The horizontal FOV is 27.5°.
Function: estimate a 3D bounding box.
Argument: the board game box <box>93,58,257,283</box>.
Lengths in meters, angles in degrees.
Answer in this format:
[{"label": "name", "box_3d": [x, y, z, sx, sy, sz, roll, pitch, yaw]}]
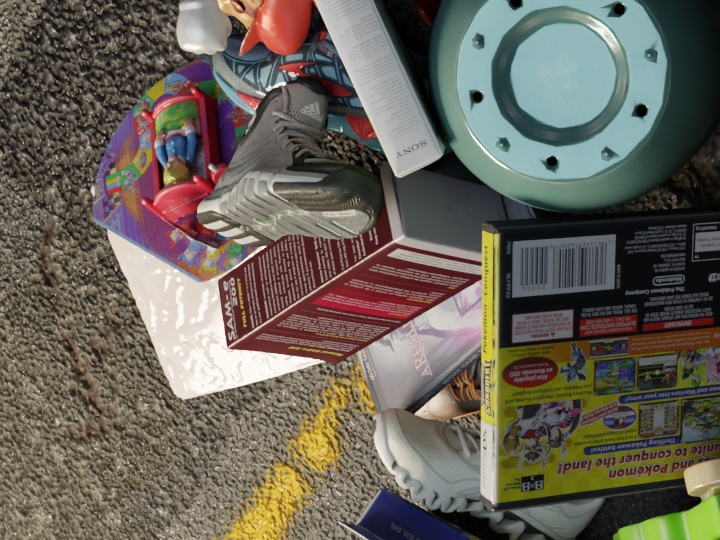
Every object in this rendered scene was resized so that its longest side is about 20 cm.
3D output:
[{"label": "board game box", "box_3d": [-0.133, -0.088, 1.124, 0.200, 0.039, 0.158, 28, 84, 36]}]

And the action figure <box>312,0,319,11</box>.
[{"label": "action figure", "box_3d": [-0.051, -0.244, 1.065, 0.200, 0.065, 0.052, 46, 155, -8]}]

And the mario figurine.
[{"label": "mario figurine", "box_3d": [-0.122, -0.211, 1.002, 0.200, 0.124, 0.106, 39, 161, -17]}]

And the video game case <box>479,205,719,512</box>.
[{"label": "video game case", "box_3d": [0.170, 0.053, 0.937, 0.025, 0.200, 0.181, -153, 60, -68]}]

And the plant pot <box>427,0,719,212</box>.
[{"label": "plant pot", "box_3d": [0.131, -0.126, 0.911, 0.200, 0.161, 0.201, 3, 104, 13]}]

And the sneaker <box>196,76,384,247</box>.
[{"label": "sneaker", "box_3d": [-0.040, -0.083, 0.990, 0.200, 0.075, 0.116, -4, 62, 57]}]

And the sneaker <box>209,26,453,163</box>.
[{"label": "sneaker", "box_3d": [-0.015, -0.152, 1.066, 0.200, 0.079, 0.096, 17, 132, 15]}]

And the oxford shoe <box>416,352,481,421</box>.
[{"label": "oxford shoe", "box_3d": [0.086, 0.070, 1.092, 0.200, 0.073, 0.071, -32, 90, 36]}]

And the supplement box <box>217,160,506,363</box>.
[{"label": "supplement box", "box_3d": [0.000, 0.000, 1.051, 0.200, 0.109, 0.061, -33, 58, 40]}]

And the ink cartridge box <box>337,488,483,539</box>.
[{"label": "ink cartridge box", "box_3d": [0.099, 0.225, 1.074, 0.197, 0.200, 0.047, 28, 82, 21]}]

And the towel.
[{"label": "towel", "box_3d": [-0.117, -0.003, 1.216, 0.191, 0.032, 0.200, -16, 99, 33]}]

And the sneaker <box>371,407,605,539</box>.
[{"label": "sneaker", "box_3d": [0.095, 0.143, 1.080, 0.200, 0.075, 0.081, 30, 118, -27]}]

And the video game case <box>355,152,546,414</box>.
[{"label": "video game case", "box_3d": [0.059, 0.004, 1.079, 0.200, 0.019, 0.143, -44, 52, 34]}]

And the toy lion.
[{"label": "toy lion", "box_3d": [0.273, 0.166, 0.972, 0.200, 0.192, 0.069, -8, 71, -3]}]

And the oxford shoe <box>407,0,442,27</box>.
[{"label": "oxford shoe", "box_3d": [0.029, -0.265, 1.025, 0.072, 0.071, 0.200, 0, 107, 55]}]

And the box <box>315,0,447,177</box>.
[{"label": "box", "box_3d": [0.000, -0.162, 0.936, 0.036, 0.144, 0.200, -23, 98, 8]}]
